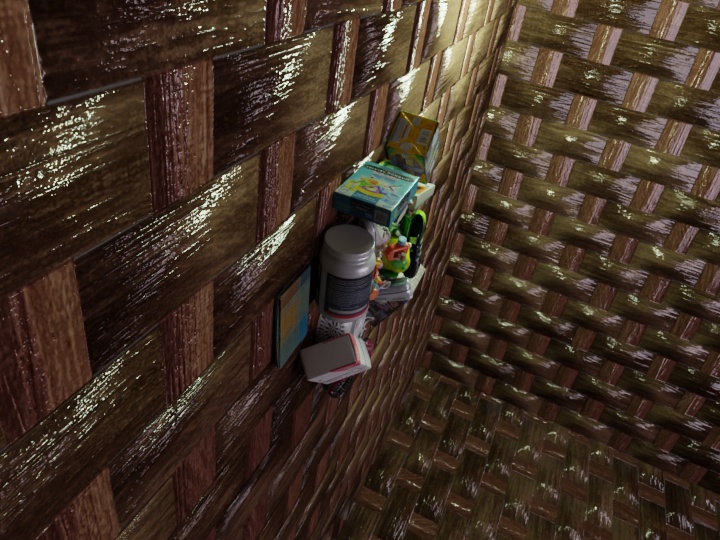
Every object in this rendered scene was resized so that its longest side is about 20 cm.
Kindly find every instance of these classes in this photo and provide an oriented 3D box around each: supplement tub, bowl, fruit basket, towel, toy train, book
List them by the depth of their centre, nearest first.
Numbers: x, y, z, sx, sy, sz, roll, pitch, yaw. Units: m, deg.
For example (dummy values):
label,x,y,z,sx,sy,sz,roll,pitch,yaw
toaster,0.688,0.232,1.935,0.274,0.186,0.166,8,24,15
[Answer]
label,x,y,z,sx,sy,sz,roll,pitch,yaw
towel,-0.155,0.104,1.268,0.147,0.021,0.205,-53,155,-51
supplement tub,-0.036,0.009,1.345,0.141,0.137,0.204,-51,156,-50
toy train,0.062,0.007,1.455,0.146,0.056,0.203,-13,142,-26
bowl,-0.041,0.132,1.565,0.200,0.092,0.206,20,89,-76
fruit basket,0.072,-0.068,1.599,0.216,0.151,0.223,12,90,-88
book,0.134,-0.240,1.661,0.200,0.130,0.049,-41,149,-59

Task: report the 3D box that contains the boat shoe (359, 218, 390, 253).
label,x,y,z,sx,sy,sz,roll,pitch,yaw
boat shoe,0.042,-0.090,1.423,0.068,0.072,0.201,-22,161,-3

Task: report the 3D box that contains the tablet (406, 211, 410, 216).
label,x,y,z,sx,sy,sz,roll,pitch,yaw
tablet,0.130,-0.172,1.739,0.202,0.013,0.133,-90,-170,-55

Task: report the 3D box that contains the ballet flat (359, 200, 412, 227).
label,x,y,z,sx,sy,sz,roll,pitch,yaw
ballet flat,0.064,-0.136,1.500,0.200,0.070,0.069,-43,174,22

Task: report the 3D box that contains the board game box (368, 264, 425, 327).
label,x,y,z,sx,sy,sz,roll,pitch,yaw
board game box,0.092,0.058,1.781,0.200,0.096,0.160,-43,-171,46

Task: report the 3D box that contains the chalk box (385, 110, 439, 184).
label,x,y,z,sx,sy,sz,roll,pitch,yaw
chalk box,0.157,-0.346,1.635,0.201,0.121,0.127,68,43,-69

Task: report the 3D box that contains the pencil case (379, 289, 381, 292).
label,x,y,z,sx,sy,sz,roll,pitch,yaw
pencil case,0.000,0.000,1.528,0.077,0.087,0.201,-38,147,-5

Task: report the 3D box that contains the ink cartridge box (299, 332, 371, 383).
label,x,y,z,sx,sy,sz,roll,pitch,yaw
ink cartridge box,-0.061,0.239,1.497,0.200,0.143,0.085,47,23,-71

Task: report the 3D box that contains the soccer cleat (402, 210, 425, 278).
label,x,y,z,sx,sy,sz,roll,pitch,yaw
soccer cleat,0.152,-0.075,1.638,0.081,0.065,0.207,-38,137,-77

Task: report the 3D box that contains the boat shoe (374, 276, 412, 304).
label,x,y,z,sx,sy,sz,roll,pitch,yaw
boat shoe,0.060,0.069,1.640,0.074,0.195,0.068,-51,129,-49

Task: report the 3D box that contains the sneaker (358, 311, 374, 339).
label,x,y,z,sx,sy,sz,roll,pitch,yaw
sneaker,-0.036,0.200,1.688,0.203,0.079,0.077,-59,167,-17

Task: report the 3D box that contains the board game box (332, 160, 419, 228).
label,x,y,z,sx,sy,sz,roll,pitch,yaw
board game box,0.041,-0.190,1.355,0.201,0.147,0.048,-52,157,-50

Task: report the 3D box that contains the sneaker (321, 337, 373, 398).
label,x,y,z,sx,sy,sz,roll,pitch,yaw
sneaker,-0.041,0.273,1.637,0.200,0.074,0.081,-48,145,-5

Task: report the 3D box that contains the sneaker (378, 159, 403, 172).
label,x,y,z,sx,sy,sz,roll,pitch,yaw
sneaker,0.060,-0.229,1.501,0.075,0.082,0.202,93,23,-49
